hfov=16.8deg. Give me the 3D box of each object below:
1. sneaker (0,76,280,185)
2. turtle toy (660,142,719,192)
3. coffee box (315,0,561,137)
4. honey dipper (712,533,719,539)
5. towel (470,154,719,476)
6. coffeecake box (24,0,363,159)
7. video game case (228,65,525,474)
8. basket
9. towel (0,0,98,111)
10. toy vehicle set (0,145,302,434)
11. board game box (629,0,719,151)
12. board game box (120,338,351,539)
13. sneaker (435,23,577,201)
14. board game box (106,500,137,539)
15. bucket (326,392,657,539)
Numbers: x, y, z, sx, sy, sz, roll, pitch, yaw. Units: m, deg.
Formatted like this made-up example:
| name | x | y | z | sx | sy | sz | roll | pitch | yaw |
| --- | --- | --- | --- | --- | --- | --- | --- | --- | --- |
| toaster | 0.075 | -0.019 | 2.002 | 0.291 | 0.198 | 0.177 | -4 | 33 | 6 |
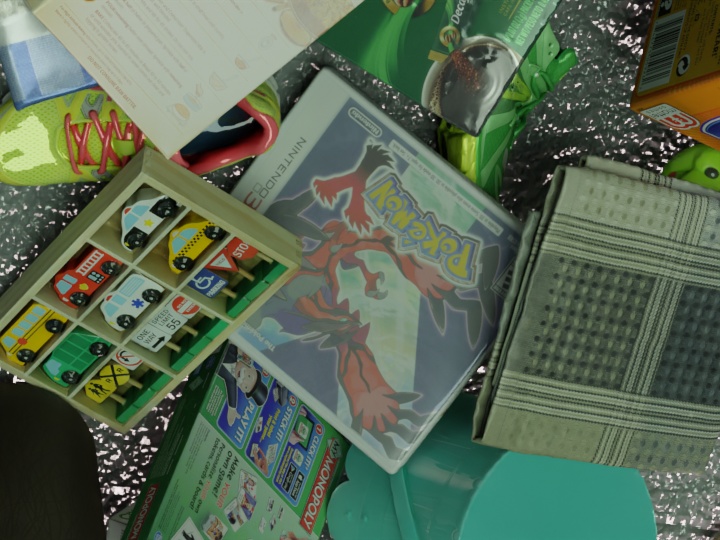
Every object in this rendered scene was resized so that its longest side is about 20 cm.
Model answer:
| name | x | y | z | sx | sy | sz | roll | pitch | yaw |
| --- | --- | --- | --- | --- | --- | --- | --- | --- | --- |
| sneaker | -0.141 | -0.089 | 1.530 | 0.198 | 0.090 | 0.079 | -13 | 115 | -10 |
| turtle toy | 0.287 | -0.039 | 1.671 | 0.199 | 0.101 | 0.147 | 16 | 106 | -22 |
| coffee box | 0.019 | -0.185 | 1.527 | 0.199 | 0.044 | 0.123 | 32 | 102 | -2 |
| honey dipper | 0.239 | 0.223 | 1.802 | 0.200 | 0.038 | 0.038 | -41 | 117 | 6 |
| towel | 0.172 | 0.032 | 1.572 | 0.199 | 0.034 | 0.194 | 11 | 103 | -32 |
| coffeecake box | -0.086 | -0.186 | 1.423 | 0.200 | 0.073 | 0.154 | -38 | 137 | 3 |
| video game case | 0.000 | 0.000 | 1.585 | 0.200 | 0.023 | 0.183 | 39 | 102 | 6 |
| basket | -0.229 | 0.169 | 1.536 | 0.179 | 0.200 | 0.136 | 29 | 114 | -18 |
| towel | -0.169 | -0.212 | 1.488 | 0.146 | 0.024 | 0.202 | -16 | 103 | -9 |
| toy vehicle set | -0.144 | 0.016 | 1.559 | 0.124 | 0.027 | 0.200 | 30 | 127 | -24 |
| board game box | 0.322 | -0.173 | 1.533 | 0.199 | 0.199 | 0.202 | 22 | 74 | -23 |
| board game box | -0.081 | 0.152 | 1.599 | 0.029 | 0.201 | 0.135 | -17 | 126 | 36 |
| sneaker | 0.100 | -0.124 | 1.596 | 0.083 | 0.074 | 0.202 | 6 | 109 | -14 |
| board game box | -0.142 | 0.241 | 1.649 | 0.034 | 0.126 | 0.202 | 18 | 109 | 19 |
| bucket | 0.091 | 0.185 | 1.646 | 0.206 | 0.134 | 0.209 | -3 | 95 | -35 |
